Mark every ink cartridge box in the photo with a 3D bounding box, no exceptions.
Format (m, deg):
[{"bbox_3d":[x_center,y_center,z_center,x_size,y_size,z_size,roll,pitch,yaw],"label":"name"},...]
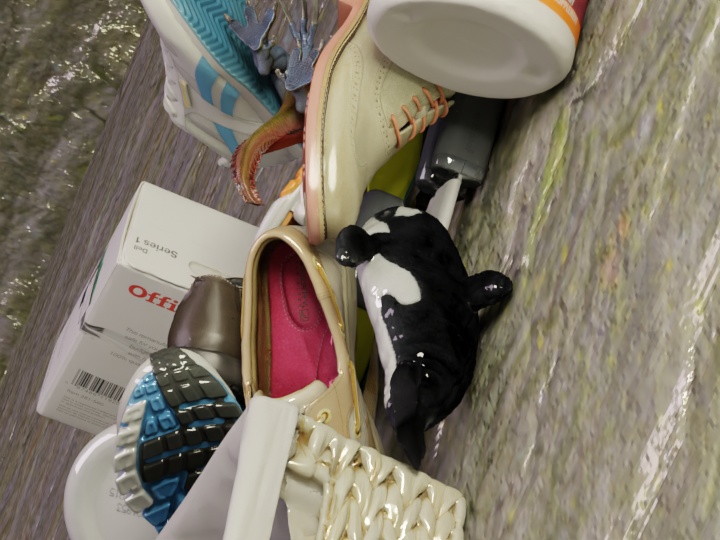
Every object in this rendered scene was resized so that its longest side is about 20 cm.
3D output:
[{"bbox_3d":[-0.130,0.045,1.769,0.200,0.145,0.085,125,163,-46],"label":"ink cartridge box"}]

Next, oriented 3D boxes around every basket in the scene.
[{"bbox_3d":[-0.041,0.180,1.225,0.200,0.123,0.136,125,161,-48],"label":"basket"}]

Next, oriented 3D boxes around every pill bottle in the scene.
[{"bbox_3d":[-0.103,0.127,1.524,0.200,0.108,0.109,-34,-32,-75],"label":"pill bottle"},{"bbox_3d":[0.080,-0.205,1.327,0.114,0.114,0.201,139,148,-66],"label":"pill bottle"}]

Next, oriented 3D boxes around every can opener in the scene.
[{"bbox_3d":[0.038,-0.068,1.401,0.053,0.067,0.201,141,147,-65],"label":"can opener"}]

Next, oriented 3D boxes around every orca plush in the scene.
[{"bbox_3d":[0.040,0.014,1.259,0.071,0.106,0.200,-30,12,13],"label":"orca plush"}]

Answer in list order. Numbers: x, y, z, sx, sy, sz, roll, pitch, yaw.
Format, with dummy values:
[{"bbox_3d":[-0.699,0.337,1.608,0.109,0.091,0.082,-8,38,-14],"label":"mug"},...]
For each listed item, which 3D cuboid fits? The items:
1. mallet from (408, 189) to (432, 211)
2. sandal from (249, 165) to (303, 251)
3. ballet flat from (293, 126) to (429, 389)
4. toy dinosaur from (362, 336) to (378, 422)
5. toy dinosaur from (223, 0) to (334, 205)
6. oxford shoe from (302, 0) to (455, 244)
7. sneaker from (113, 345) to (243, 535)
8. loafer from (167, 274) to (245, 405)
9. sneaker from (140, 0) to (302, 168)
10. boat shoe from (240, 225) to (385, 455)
[{"bbox_3d":[0.000,0.000,1.543,0.200,0.041,0.066,-54,23,41],"label":"mallet"},{"bbox_3d":[0.006,-0.065,1.566,0.207,0.059,0.079,-51,-6,-6],"label":"sandal"},{"bbox_3d":[-0.015,-0.014,1.467,0.067,0.067,0.201,36,117,46],"label":"ballet flat"},{"bbox_3d":[-0.017,0.133,1.400,0.101,0.058,0.201,19,91,62],"label":"toy dinosaur"},{"bbox_3d":[-0.030,-0.122,1.630,0.201,0.105,0.181,-61,-24,-6],"label":"toy dinosaur"},{"bbox_3d":[0.013,-0.096,1.354,0.071,0.073,0.201,89,-167,-55],"label":"oxford shoe"},{"bbox_3d":[-0.090,0.101,1.325,0.201,0.074,0.087,81,179,-46],"label":"sneaker"},{"bbox_3d":[-0.066,0.041,1.439,0.200,0.073,0.072,55,-134,-82],"label":"loafer"},{"bbox_3d":[-0.100,-0.133,1.626,0.080,0.200,0.077,-12,48,25],"label":"sneaker"},{"bbox_3d":[-0.033,0.073,1.327,0.069,0.073,0.201,18,-119,-67],"label":"boat shoe"}]
